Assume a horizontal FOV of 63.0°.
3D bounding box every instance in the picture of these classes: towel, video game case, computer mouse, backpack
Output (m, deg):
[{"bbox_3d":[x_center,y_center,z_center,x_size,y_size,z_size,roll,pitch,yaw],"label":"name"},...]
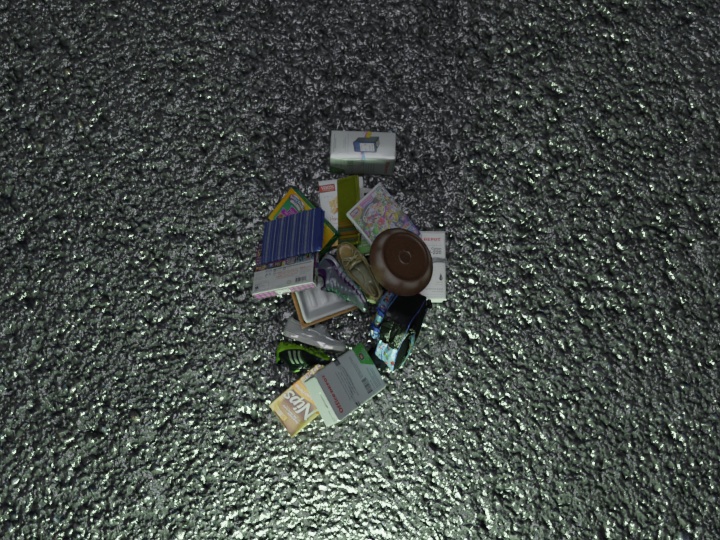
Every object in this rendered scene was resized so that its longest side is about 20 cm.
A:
[{"bbox_3d":[-0.193,-0.098,1.683,0.194,0.024,0.149,-12,56,20],"label":"towel"},{"bbox_3d":[-0.210,-0.021,1.674,0.193,0.036,0.187,-12,56,18],"label":"video game case"},{"bbox_3d":[-0.037,-0.176,1.744,0.084,0.018,0.208,-7,82,37],"label":"towel"},{"bbox_3d":[0.068,0.200,1.753,0.200,0.046,0.141,-43,88,-5],"label":"computer mouse"},{"bbox_3d":[0.069,-0.131,1.697,0.143,0.018,0.201,-42,95,-17],"label":"video game case"},{"bbox_3d":[0.101,0.169,1.658,0.131,0.183,0.205,25,124,13],"label":"backpack"}]

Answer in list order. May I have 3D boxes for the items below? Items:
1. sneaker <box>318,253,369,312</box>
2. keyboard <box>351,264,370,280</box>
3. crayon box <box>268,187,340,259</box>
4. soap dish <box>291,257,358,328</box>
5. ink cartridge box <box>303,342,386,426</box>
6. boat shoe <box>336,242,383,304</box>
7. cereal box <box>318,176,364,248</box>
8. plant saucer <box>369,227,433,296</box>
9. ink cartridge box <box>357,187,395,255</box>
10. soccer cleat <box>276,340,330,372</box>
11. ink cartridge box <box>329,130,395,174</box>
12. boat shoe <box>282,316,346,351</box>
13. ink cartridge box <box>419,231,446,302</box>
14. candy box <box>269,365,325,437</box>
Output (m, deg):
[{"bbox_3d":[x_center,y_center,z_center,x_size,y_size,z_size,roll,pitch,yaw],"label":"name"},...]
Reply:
[{"bbox_3d":[-0.059,0.054,1.664,0.087,0.075,0.201,-37,76,-12],"label":"sneaker"},{"bbox_3d":[0.054,0.004,1.714,0.194,0.011,0.058,-19,79,-2],"label":"keyboard"},{"bbox_3d":[-0.168,-0.133,1.751,0.200,0.058,0.119,46,103,11],"label":"crayon box"},{"bbox_3d":[-0.110,0.063,1.725,0.194,0.081,0.162,-18,85,-21],"label":"soap dish"},{"bbox_3d":[-0.045,0.322,1.669,0.197,0.084,0.149,-26,83,-40],"label":"ink cartridge box"},{"bbox_3d":[-0.002,0.002,1.679,0.072,0.063,0.204,-30,80,-4],"label":"boat shoe"},{"bbox_3d":[-0.052,-0.176,1.795,0.138,0.040,0.208,-6,85,-1],"label":"cereal box"},{"bbox_3d":[0.121,-0.032,1.646,0.193,0.037,0.207,7,68,-16],"label":"plant saucer"},{"bbox_3d":[0.047,-0.152,1.756,0.114,0.066,0.208,1,82,-39],"label":"ink cartridge box"},{"bbox_3d":[-0.167,0.258,1.700,0.195,0.067,0.084,8,89,37],"label":"soccer cleat"},{"bbox_3d":[0.007,-0.350,1.763,0.192,0.145,0.091,3,82,0],"label":"ink cartridge box"},{"bbox_3d":[-0.131,0.188,1.744,0.193,0.072,0.071,16,83,9],"label":"boat shoe"},{"bbox_3d":[0.183,-0.012,1.762,0.140,0.085,0.208,0,82,-2],"label":"ink cartridge box"},{"bbox_3d":[-0.158,0.373,1.723,0.198,0.055,0.116,-39,88,-6],"label":"candy box"}]
